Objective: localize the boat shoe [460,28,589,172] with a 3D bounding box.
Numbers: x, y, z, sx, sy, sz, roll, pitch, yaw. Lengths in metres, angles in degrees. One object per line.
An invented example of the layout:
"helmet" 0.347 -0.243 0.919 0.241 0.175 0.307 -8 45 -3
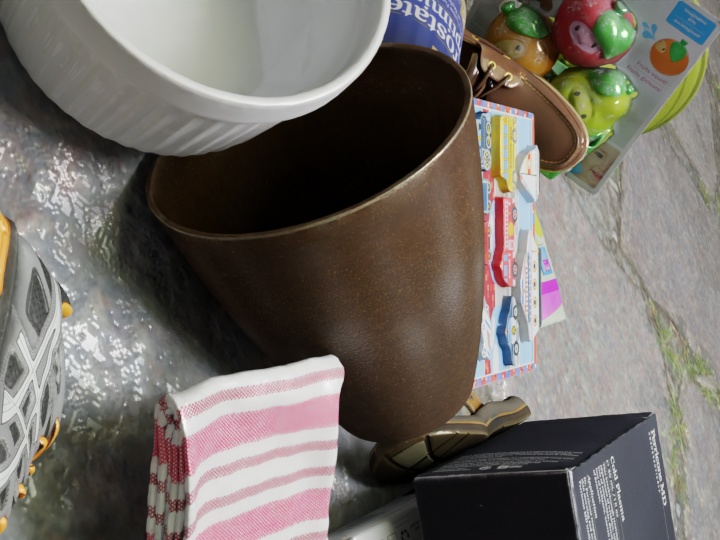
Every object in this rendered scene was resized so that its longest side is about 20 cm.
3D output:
"boat shoe" 0.095 -0.147 0.967 0.200 0.072 0.068 40 17 9

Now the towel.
"towel" -0.053 0.146 0.595 0.146 0.030 0.200 -10 106 -61

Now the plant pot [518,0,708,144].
"plant pot" 0.209 -0.196 1.169 0.193 0.200 0.200 -37 107 -47

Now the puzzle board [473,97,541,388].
"puzzle board" 0.102 -0.020 0.868 0.151 0.017 0.200 -4 94 -61

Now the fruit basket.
"fruit basket" 0.170 -0.180 1.000 0.185 0.200 0.094 38 50 7

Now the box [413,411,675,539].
"box" 0.132 0.207 0.770 0.182 0.104 0.200 -8 89 -60

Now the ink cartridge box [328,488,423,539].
"ink cartridge box" 0.052 0.246 0.779 0.198 0.043 0.200 -8 81 -61

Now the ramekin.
"ramekin" -0.093 -0.155 0.625 0.200 0.105 0.200 13 65 -30

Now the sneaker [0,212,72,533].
"sneaker" -0.157 0.063 0.485 0.077 0.078 0.200 48 36 -47

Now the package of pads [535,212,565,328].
"package of pads" 0.090 -0.017 0.963 0.200 0.068 0.155 -12 85 -62

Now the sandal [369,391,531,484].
"sandal" 0.061 0.104 0.842 0.200 0.082 0.055 -6 63 -59

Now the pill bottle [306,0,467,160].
"pill bottle" 0.012 -0.135 0.847 0.112 0.112 0.200 50 36 -35

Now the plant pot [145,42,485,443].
"plant pot" 0.000 0.000 0.709 0.187 0.187 0.200 -71 147 -48
